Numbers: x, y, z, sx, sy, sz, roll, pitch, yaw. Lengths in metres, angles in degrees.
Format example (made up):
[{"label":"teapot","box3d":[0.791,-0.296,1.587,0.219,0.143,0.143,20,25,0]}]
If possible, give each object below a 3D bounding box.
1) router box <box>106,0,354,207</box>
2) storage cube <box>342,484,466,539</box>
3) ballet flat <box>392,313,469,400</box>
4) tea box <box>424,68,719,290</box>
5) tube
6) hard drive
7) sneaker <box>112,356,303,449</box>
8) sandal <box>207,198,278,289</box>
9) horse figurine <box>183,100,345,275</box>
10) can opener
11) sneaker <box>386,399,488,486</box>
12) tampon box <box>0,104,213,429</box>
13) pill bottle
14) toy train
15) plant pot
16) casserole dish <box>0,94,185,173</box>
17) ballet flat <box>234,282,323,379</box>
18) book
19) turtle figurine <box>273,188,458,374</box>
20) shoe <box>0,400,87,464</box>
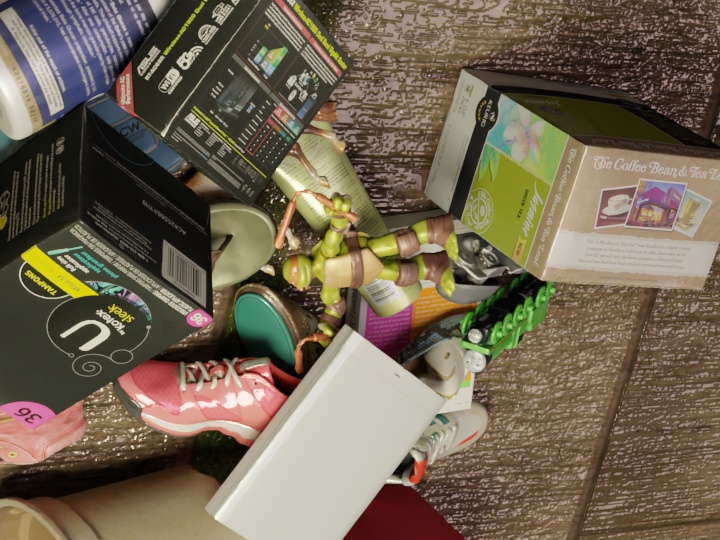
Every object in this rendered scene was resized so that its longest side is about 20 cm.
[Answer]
[{"label":"router box","box3d":[-0.096,-0.150,1.450,0.150,0.062,0.200,-53,159,-2]},{"label":"storage cube","box3d":[-0.008,0.310,1.782,0.200,0.180,0.171,7,110,-35]},{"label":"ballet flat","box3d":[0.051,0.110,1.717,0.200,0.074,0.074,-36,129,-22]},{"label":"tea box","box3d":[0.203,-0.083,1.700,0.200,0.197,0.134,4,112,-34]},{"label":"tube","box3d":[-0.015,-0.050,1.653,0.200,0.052,0.058,56,42,-22]},{"label":"hard drive","box3d":[-0.028,0.160,1.631,0.132,0.026,0.200,38,88,-36]},{"label":"sneaker","box3d":[-0.117,0.101,1.635,0.200,0.074,0.087,16,124,-19]},{"label":"sandal","box3d":[-0.163,0.001,1.555,0.201,0.057,0.080,-19,121,-1]},{"label":"horse figurine","box3d":[-0.096,-0.080,1.585,0.133,0.050,0.200,25,109,-17]},{"label":"can opener","box3d":[0.136,-0.010,1.758,0.200,0.053,0.067,-8,144,-54]},{"label":"sneaker","box3d":[0.053,0.175,1.806,0.200,0.093,0.070,-7,118,-31]},{"label":"tampon box","box3d":[-0.235,0.003,1.438,0.200,0.126,0.150,-32,131,25]},{"label":"pill bottle","box3d":[-0.205,-0.193,1.421,0.200,0.111,0.111,-32,128,-16]},{"label":"toy train","box3d":[0.138,0.048,1.770,0.200,0.042,0.056,-32,137,-62]},{"label":"plant pot","box3d":[-0.204,0.262,1.635,0.183,0.200,0.201,-22,126,-38]},{"label":"casserole dish","box3d":[-0.216,-0.101,1.512,0.200,0.039,0.121,-29,128,-19]},{"label":"ballet flat","box3d":[-0.064,0.076,1.705,0.065,0.070,0.200,-51,140,-38]},{"label":"book","box3d":[0.049,0.043,1.765,0.134,0.048,0.200,-8,117,-29]},{"label":"turtle figurine","box3d":[0.000,0.000,1.614,0.161,0.064,0.200,-6,126,-10]},{"label":"shoe","box3d":[-0.319,0.126,1.544,0.200,0.071,0.091,-19,121,-29]}]
